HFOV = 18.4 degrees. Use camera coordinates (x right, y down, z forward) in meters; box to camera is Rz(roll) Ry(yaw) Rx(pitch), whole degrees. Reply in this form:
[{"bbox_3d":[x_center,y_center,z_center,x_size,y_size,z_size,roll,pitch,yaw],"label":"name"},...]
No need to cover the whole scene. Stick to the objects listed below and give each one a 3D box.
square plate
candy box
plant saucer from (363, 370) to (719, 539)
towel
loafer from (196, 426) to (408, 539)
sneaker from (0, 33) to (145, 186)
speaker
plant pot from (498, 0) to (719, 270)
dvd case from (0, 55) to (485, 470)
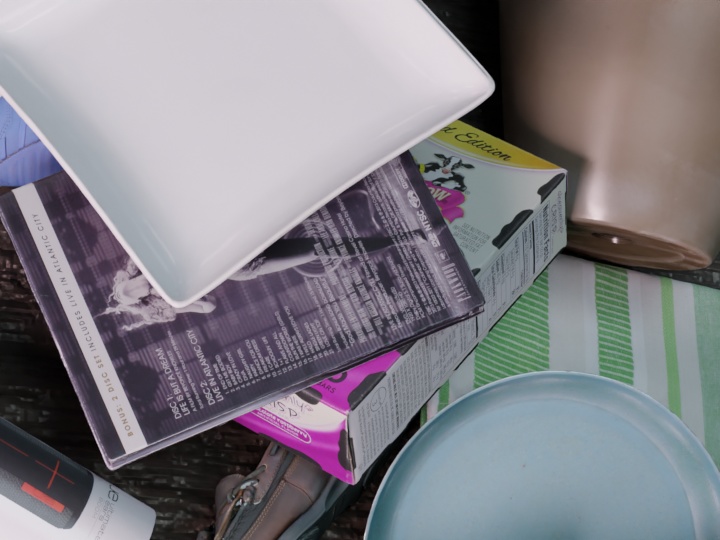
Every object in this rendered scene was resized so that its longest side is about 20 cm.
[{"bbox_3d":[-0.069,-0.102,1.104,0.200,0.028,0.198,-35,71,-17],"label":"square plate"},{"bbox_3d":[0.000,0.000,1.159,0.136,0.061,0.200,26,54,25],"label":"candy box"},{"bbox_3d":[0.097,0.150,1.163,0.199,0.027,0.201,-1,95,-8],"label":"plant saucer"},{"bbox_3d":[0.128,0.050,1.235,0.199,0.023,0.153,13,49,-14],"label":"towel"},{"bbox_3d":[-0.045,0.118,1.135,0.063,0.072,0.200,32,51,12],"label":"loafer"},{"bbox_3d":[-0.106,-0.075,1.142,0.199,0.076,0.077,-14,50,-17],"label":"sneaker"},{"bbox_3d":[-0.198,0.099,1.050,0.199,0.081,0.081,33,60,-12],"label":"speaker"},{"bbox_3d":[0.159,-0.097,1.254,0.199,0.200,0.175,15,82,-21],"label":"plant pot"},{"bbox_3d":[-0.059,-0.007,1.087,0.199,0.016,0.149,-22,71,-13],"label":"dvd case"}]
